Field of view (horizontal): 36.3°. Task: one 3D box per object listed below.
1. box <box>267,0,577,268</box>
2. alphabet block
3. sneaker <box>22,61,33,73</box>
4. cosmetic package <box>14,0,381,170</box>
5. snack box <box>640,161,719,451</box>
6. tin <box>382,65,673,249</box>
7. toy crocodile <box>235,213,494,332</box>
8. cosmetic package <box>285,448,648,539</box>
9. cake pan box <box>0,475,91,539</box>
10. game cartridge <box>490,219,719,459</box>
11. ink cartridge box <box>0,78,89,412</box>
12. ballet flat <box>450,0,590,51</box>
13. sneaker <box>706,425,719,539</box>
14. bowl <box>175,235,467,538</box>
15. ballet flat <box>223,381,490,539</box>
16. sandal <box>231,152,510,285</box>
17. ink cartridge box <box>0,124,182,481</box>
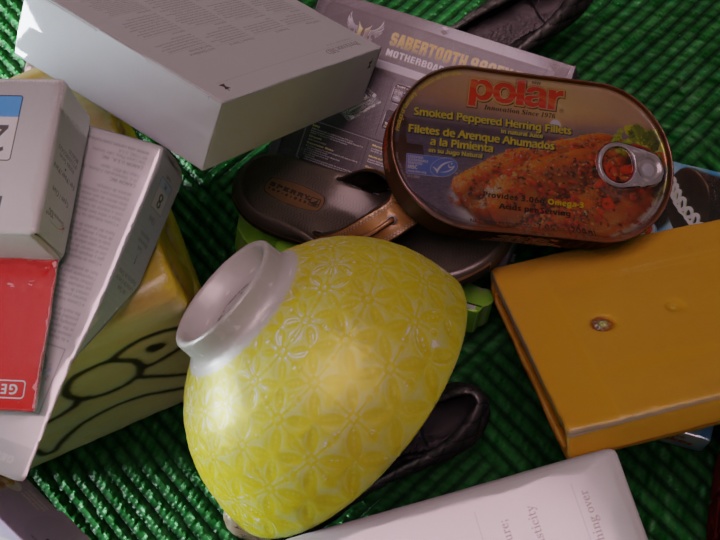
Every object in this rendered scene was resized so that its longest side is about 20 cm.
[{"bbox_3d":[0.041,-0.102,0.814,0.199,0.048,0.159,19,93,10],"label":"box"},{"bbox_3d":[-0.224,0.006,0.754,0.199,0.195,0.197,-23,69,-5],"label":"alphabet block"},{"bbox_3d":[-0.213,-0.170,0.890,0.085,0.077,0.201,11,69,5],"label":"sneaker"},{"bbox_3d":[-0.098,-0.144,0.719,0.150,0.052,0.200,30,31,17],"label":"cosmetic package"},{"bbox_3d":[0.210,0.017,0.788,0.116,0.037,0.201,15,70,12],"label":"snack box"},{"bbox_3d":[0.112,-0.074,0.734,0.199,0.042,0.113,6,81,-13],"label":"tin"},{"bbox_3d":[0.000,0.000,0.800,0.199,0.068,0.062,14,63,11],"label":"toy crocodile"},{"bbox_3d":[0.075,0.226,0.646,0.199,0.166,0.168,-15,66,-1],"label":"cosmetic package"},{"bbox_3d":[-0.225,0.242,0.688,0.200,0.052,0.185,39,108,17],"label":"cake pan box"},{"bbox_3d":[0.200,0.034,0.697,0.199,0.033,0.177,-11,33,-3],"label":"game cartridge"},{"bbox_3d":[-0.260,-0.018,0.596,0.199,0.045,0.177,1,70,8],"label":"ink cartridge box"},{"bbox_3d":[0.095,-0.179,0.855,0.200,0.057,0.067,-39,73,3],"label":"ballet flat"},{"bbox_3d":[0.292,0.131,0.712,0.115,0.078,0.201,9,70,11],"label":"sneaker"},{"bbox_3d":[-0.045,0.046,0.656,0.108,0.200,0.200,42,73,-21],"label":"bowl"},{"bbox_3d":[-0.005,0.125,0.754,0.199,0.057,0.067,-26,66,-5],"label":"ballet flat"},{"bbox_3d":[0.004,-0.044,0.754,0.199,0.055,0.082,21,60,12],"label":"sandal"},{"bbox_3d":[-0.213,0.004,0.632,0.159,0.047,0.201,17,76,12],"label":"ink cartridge box"}]
